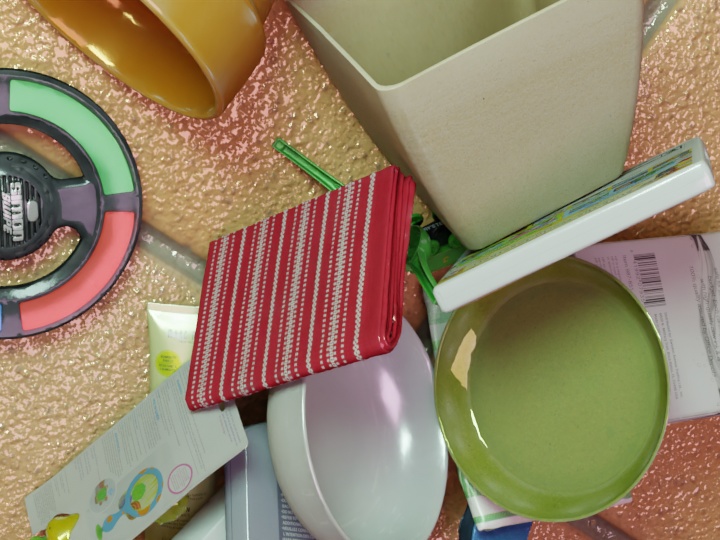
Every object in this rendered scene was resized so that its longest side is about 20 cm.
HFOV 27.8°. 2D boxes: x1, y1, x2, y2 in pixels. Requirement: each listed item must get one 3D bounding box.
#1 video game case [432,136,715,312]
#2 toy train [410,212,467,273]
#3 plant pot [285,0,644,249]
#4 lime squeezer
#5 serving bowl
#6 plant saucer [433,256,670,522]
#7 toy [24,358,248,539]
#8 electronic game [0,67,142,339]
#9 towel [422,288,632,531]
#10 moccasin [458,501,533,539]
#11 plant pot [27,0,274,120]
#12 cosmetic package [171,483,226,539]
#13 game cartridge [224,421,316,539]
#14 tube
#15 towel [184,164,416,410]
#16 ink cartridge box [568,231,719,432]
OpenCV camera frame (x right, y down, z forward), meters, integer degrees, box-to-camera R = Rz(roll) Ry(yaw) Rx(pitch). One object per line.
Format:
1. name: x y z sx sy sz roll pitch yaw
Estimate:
1. video game case: 0.156 -0.035 1.036 0.199 0.182 0.023 -26 94 15
2. toy train: 0.000 0.000 1.140 0.199 0.042 0.056 -21 149 -13
3. plant pot: 0.090 -0.139 1.061 0.199 0.200 0.178 -28 126 -8
4. lime squeezer: 0.010 -0.031 1.092 0.070 0.200 0.038 -6 132 -47
5. serving bowl: -0.011 0.121 1.094 0.066 0.200 0.201 -11 117 31
6. plant saucer: 0.147 0.088 1.103 0.031 0.200 0.201 4 108 -54
7. toy: -0.162 0.160 1.090 0.200 0.115 0.047 -37 132 9
8. electronic game: -0.257 -0.046 1.050 0.199 0.042 0.201 -5 107 -17
9. towel: 0.139 0.102 1.185 0.152 0.023 0.201 -7 82 -19
10. moccasin: 0.120 0.160 1.217 0.080 0.068 0.201 31 72 -11
11. plant pot: -0.118 -0.234 0.968 0.200 0.200 0.184 43 75 -24
12. cosmetic package: -0.090 0.259 1.111 0.151 0.052 0.200 58 45 -13
13. game cartridge: -0.028 0.185 1.138 0.200 0.041 0.134 18 66 -45
14. tube: -0.138 0.124 1.139 0.058 0.052 0.201 -6 107 -48
15. towel: -0.045 0.016 1.035 0.022 0.199 0.145 32 52 -39
16. ink cartridge box: 0.249 0.050 1.179 0.199 0.084 0.146 -5 79 -24
